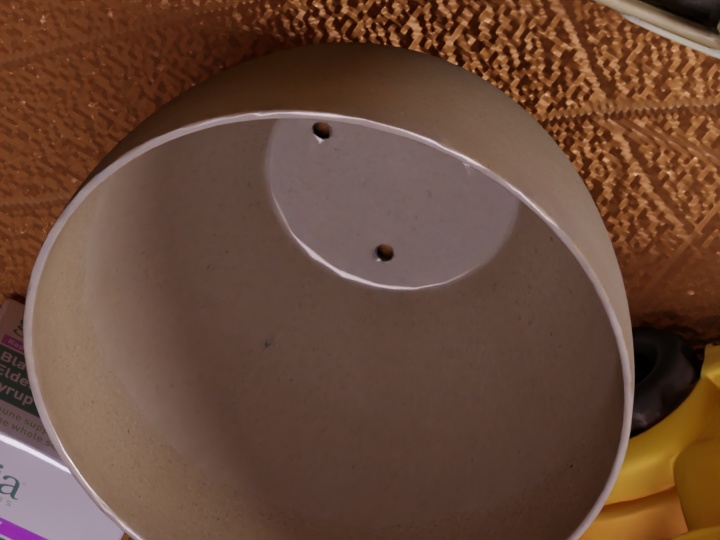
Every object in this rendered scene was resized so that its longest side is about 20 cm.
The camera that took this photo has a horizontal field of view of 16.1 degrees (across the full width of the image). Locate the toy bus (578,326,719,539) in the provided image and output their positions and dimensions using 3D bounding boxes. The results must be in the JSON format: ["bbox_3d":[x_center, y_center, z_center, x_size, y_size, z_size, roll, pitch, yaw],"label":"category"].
[{"bbox_3d":[0.145,0.113,0.880,0.200,0.192,0.136,-14,120,22],"label":"toy bus"}]

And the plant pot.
[{"bbox_3d":[0.000,0.000,0.872,0.200,0.135,0.200,6,124,9],"label":"plant pot"}]

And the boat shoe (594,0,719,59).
[{"bbox_3d":[0.106,-0.105,0.823,0.201,0.063,0.073,24,125,-3],"label":"boat shoe"}]

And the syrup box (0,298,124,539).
[{"bbox_3d":[-0.148,0.116,1.013,0.079,0.081,0.200,26,126,-6],"label":"syrup box"}]
